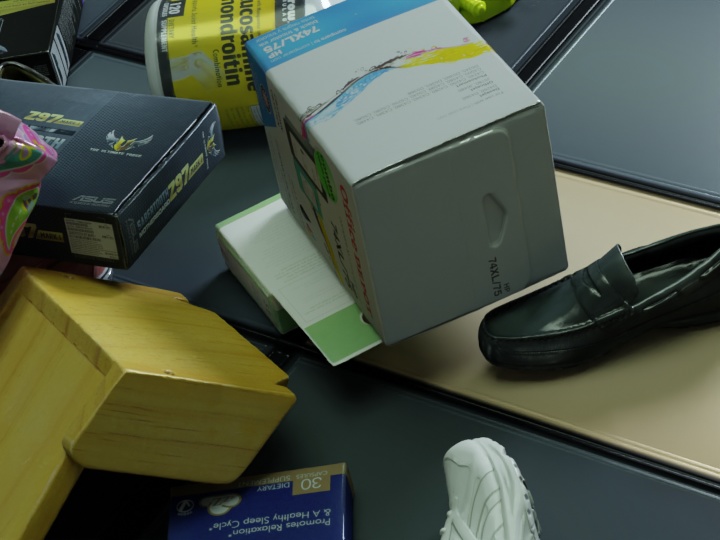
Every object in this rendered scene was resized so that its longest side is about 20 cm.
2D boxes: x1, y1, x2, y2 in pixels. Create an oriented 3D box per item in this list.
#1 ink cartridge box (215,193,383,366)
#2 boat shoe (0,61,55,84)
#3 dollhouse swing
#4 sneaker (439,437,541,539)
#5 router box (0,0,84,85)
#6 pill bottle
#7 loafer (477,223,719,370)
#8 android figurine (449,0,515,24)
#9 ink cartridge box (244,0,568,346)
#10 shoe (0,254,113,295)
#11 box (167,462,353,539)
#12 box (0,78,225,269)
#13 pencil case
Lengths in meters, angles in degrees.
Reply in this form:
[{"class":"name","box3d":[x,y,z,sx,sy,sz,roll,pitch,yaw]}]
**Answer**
[{"class":"ink cartridge box","box3d":[0.000,0.000,1.609,0.145,0.048,0.200,-26,43,-14]},{"class":"boat shoe","box3d":[-0.247,-0.105,1.789,0.073,0.065,0.200,-31,43,-23]},{"class":"dollhouse swing","box3d":[-0.175,0.118,1.495,0.181,0.177,0.200,11,13,-32]},{"class":"sneaker","box3d":[0.068,0.181,1.355,0.099,0.078,0.201,-18,39,0]},{"class":"router box","box3d":[-0.350,-0.201,1.942,0.198,0.053,0.158,-7,39,8]},{"class":"pill bottle","box3d":[-0.066,-0.174,1.782,0.198,0.113,0.112,-7,40,9]},{"class":"loafer","box3d":[0.174,0.014,1.524,0.199,0.071,0.068,-16,39,-3]},{"class":"android figurine","box3d":[0.068,-0.267,1.912,0.181,0.041,0.200,-28,40,-17]},{"class":"ink cartridge box","box3d":[0.032,-0.080,1.543,0.145,0.148,0.200,-22,39,-12]},{"class":"shoe","box3d":[-0.289,-0.001,1.658,0.199,0.091,0.072,-18,39,-5]},{"class":"box","box3d":[-0.065,0.207,1.396,0.120,0.033,0.201,-8,41,6]},{"class":"box","box3d":[-0.220,-0.074,1.614,0.198,0.051,0.158,9,37,24]},{"class":"pencil case","box3d":[-0.278,-0.016,1.501,0.087,0.087,0.201,29,91,40]}]
